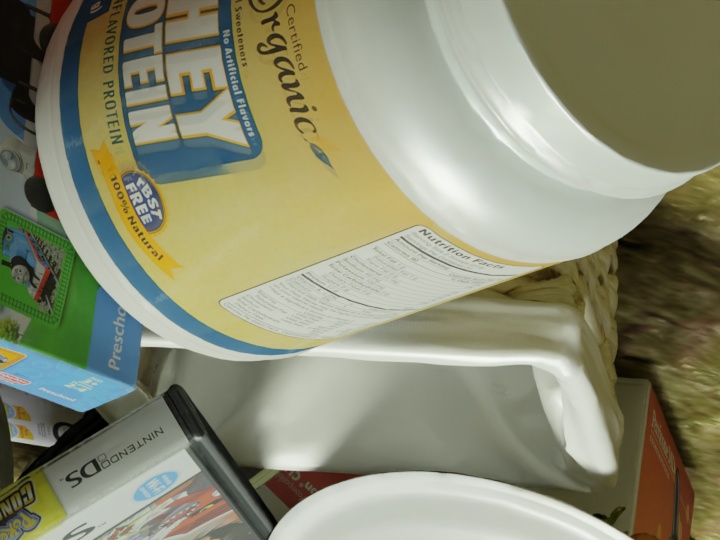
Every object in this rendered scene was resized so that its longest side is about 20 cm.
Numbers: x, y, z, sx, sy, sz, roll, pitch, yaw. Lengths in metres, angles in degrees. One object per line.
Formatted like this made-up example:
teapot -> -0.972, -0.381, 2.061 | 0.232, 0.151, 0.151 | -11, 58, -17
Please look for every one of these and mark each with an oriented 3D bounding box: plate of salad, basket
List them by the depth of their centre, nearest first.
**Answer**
basket -> 0.000, 0.000, 0.940 | 0.199, 0.124, 0.136 | 3, 157, 14
plate of salad -> 0.057, 0.142, 1.002 | 0.200, 0.048, 0.200 | 13, 138, 12

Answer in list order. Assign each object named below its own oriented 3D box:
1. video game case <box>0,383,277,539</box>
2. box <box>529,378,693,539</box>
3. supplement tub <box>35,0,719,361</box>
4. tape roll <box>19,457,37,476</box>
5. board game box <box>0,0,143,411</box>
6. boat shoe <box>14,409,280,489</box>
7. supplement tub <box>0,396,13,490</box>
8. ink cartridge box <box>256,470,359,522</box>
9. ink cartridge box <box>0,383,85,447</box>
video game case -> -0.121, 0.127, 0.955 | 0.180, 0.026, 0.200 | -31, 159, -3
box -> 0.086, 0.168, 1.179 | 0.106, 0.200, 0.152 | 2, 156, 18
supplement tub -> 0.011, -0.061, 0.765 | 0.144, 0.145, 0.200 | 26, 149, -35
tape roll -> -0.109, 0.179, 1.352 | 0.200, 0.066, 0.200 | 30, 176, 3
board game box -> -0.150, -0.057, 0.778 | 0.200, 0.152, 0.037 | 22, 152, -36
boat shoe -> -0.083, 0.076, 1.077 | 0.072, 0.201, 0.066 | 49, 178, 11
supplement tub -> -0.258, 0.088, 1.017 | 0.199, 0.146, 0.145 | 1, 156, 19
ink cartridge box -> -0.090, 0.157, 1.152 | 0.068, 0.200, 0.116 | 45, 160, -12
ink cartridge box -> -0.177, 0.017, 1.098 | 0.199, 0.077, 0.137 | 10, 156, 1
